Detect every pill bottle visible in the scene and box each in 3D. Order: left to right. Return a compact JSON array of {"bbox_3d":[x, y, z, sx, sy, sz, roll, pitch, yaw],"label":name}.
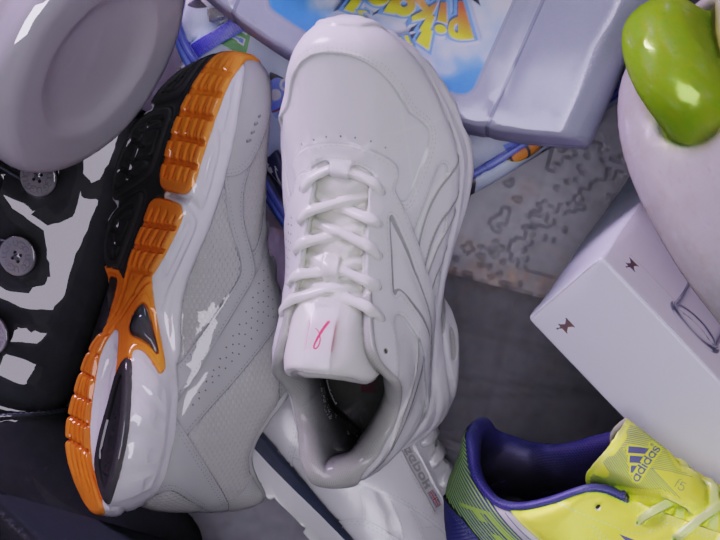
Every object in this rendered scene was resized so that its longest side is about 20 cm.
[{"bbox_3d":[-0.180,-0.136,0.949,0.200,0.112,0.113,35,95,23],"label":"pill bottle"}]

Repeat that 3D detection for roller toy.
[{"bbox_3d":[0.208,-0.048,0.901,0.140,0.200,0.183,-38,76,27],"label":"roller toy"}]

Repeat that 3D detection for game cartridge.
[{"bbox_3d":[0.025,-0.135,0.938,0.199,0.040,0.134,24,91,8],"label":"game cartridge"}]

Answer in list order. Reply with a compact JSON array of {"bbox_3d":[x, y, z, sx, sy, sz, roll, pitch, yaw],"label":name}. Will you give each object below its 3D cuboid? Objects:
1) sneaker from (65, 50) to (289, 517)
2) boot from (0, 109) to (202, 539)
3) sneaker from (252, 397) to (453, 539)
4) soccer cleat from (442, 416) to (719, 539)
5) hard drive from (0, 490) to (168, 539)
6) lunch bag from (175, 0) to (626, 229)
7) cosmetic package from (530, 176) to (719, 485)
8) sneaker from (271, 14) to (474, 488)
[{"bbox_3d":[-0.060,0.009,0.956,0.091,0.076,0.202,12,95,-31],"label":"sneaker"},{"bbox_3d":[-0.124,0.024,1.004,0.164,0.066,0.201,17,92,7],"label":"boot"},{"bbox_3d":[0.017,0.104,1.011,0.081,0.076,0.200,-45,94,-5],"label":"sneaker"},{"bbox_3d":[0.125,0.103,0.887,0.199,0.065,0.084,7,111,24],"label":"soccer cleat"},{"bbox_3d":[-0.054,0.147,0.909,0.199,0.139,0.033,22,94,-35],"label":"hard drive"},{"bbox_3d":[0.016,-0.106,0.991,0.199,0.076,0.161,-29,90,2],"label":"lunch bag"},{"bbox_3d":[0.178,0.046,0.961,0.200,0.151,0.052,46,127,-3],"label":"cosmetic package"},{"bbox_3d":[0.000,0.000,0.902,0.077,0.099,0.201,2,116,18],"label":"sneaker"}]
